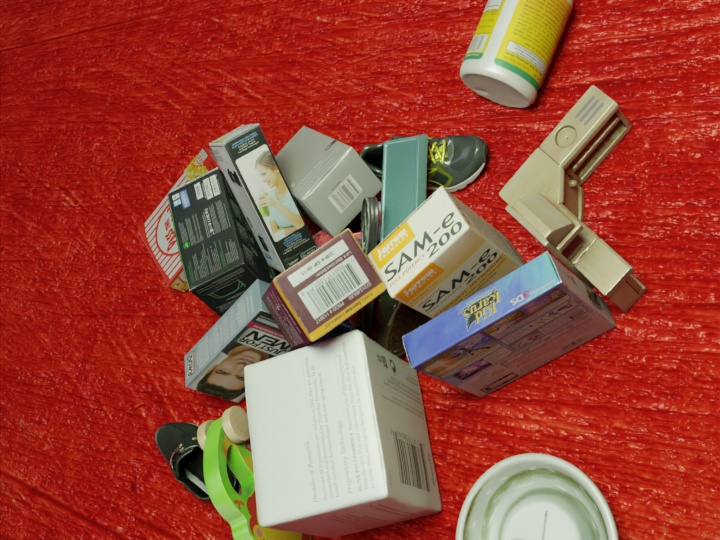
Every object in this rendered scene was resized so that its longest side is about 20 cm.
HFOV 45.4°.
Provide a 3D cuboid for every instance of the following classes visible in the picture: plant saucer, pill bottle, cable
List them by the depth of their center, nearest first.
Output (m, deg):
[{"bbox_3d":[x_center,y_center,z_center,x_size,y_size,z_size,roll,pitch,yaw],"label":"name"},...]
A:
[{"bbox_3d":[0.205,0.315,0.985,0.197,0.050,0.205,-12,68,32],"label":"plant saucer"},{"bbox_3d":[0.055,-0.084,1.158,0.069,0.019,0.205,-4,77,32],"label":"plant saucer"},{"bbox_3d":[0.219,-0.335,1.160,0.111,0.112,0.204,20,87,38],"label":"pill bottle"},{"bbox_3d":[0.000,0.000,1.170,0.049,0.203,0.098,-2,42,-2],"label":"cable"}]

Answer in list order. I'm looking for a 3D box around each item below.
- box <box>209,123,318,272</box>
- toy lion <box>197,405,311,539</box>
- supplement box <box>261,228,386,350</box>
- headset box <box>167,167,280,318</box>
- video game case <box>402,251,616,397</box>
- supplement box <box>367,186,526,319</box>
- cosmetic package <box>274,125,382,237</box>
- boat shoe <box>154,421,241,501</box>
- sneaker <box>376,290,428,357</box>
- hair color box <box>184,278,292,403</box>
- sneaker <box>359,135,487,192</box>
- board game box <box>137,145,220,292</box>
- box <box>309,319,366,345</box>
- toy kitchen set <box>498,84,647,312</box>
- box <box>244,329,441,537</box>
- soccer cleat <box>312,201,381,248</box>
[{"bbox_3d":[-0.136,-0.103,1.220,0.059,0.203,0.116,-28,17,-13],"label":"box"},{"bbox_3d":[-0.135,0.310,1.149,0.068,0.200,0.194,-28,41,22],"label":"toy lion"},{"bbox_3d":[-0.051,0.029,1.067,0.109,0.200,0.087,-33,89,-14],"label":"supplement box"},{"bbox_3d":[-0.192,-0.021,1.304,0.091,0.200,0.177,-24,61,8],"label":"headset box"},{"bbox_3d":[0.176,0.071,1.007,0.198,0.180,0.046,-32,58,22],"label":"video game case"},{"bbox_3d":[0.117,-0.004,1.064,0.126,0.199,0.074,-42,54,16],"label":"supplement box"},{"bbox_3d":[-0.060,-0.134,1.261,0.107,0.090,0.199,-47,32,-6],"label":"cosmetic package"},{"bbox_3d":[-0.260,0.289,1.327,0.200,0.063,0.075,28,94,40],"label":"boat shoe"},{"bbox_3d":[0.059,0.014,1.191,0.089,0.067,0.204,21,86,44],"label":"sneaker"},{"bbox_3d":[-0.166,0.108,1.268,0.200,0.098,0.061,-43,41,30],"label":"hair color box"},{"bbox_3d":[0.083,-0.152,1.214,0.197,0.084,0.076,-9,69,33],"label":"sneaker"},{"bbox_3d":[-0.285,-0.089,1.485,0.201,0.046,0.152,-49,53,12],"label":"board game box"},{"bbox_3d":[-0.070,0.140,1.259,0.120,0.032,0.204,19,85,39],"label":"box"},{"bbox_3d":[0.274,-0.097,1.006,0.181,0.162,0.201,-49,53,12],"label":"toy kitchen set"},{"bbox_3d":[-0.020,0.212,1.074,0.168,0.199,0.204,-19,65,18],"label":"box"},{"bbox_3d":[-0.033,-0.050,1.268,0.197,0.076,0.068,-23,62,28],"label":"soccer cleat"}]
